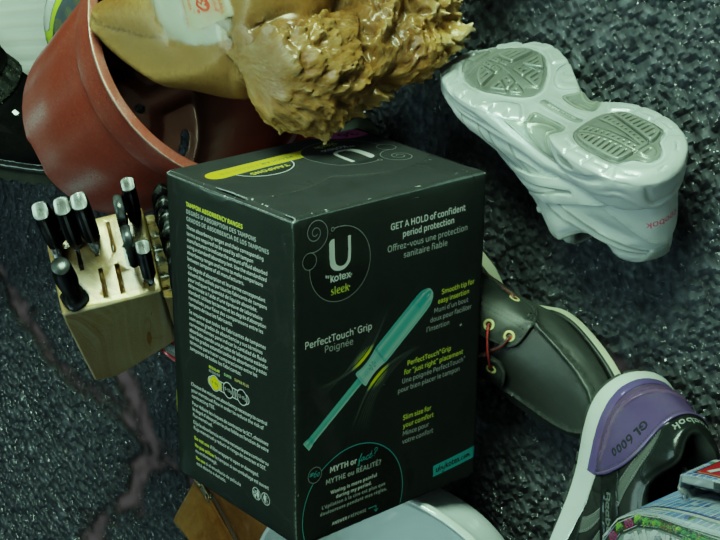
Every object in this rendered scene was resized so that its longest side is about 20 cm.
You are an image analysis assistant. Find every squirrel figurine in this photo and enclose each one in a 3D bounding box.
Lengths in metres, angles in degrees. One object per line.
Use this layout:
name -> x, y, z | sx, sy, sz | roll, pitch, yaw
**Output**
squirrel figurine -> -0.029, -0.168, 1.040 | 0.200, 0.186, 0.142 | 41, 123, 18

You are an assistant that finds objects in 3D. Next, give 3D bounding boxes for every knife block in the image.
knife block -> -0.184, 0.007, 1.140 | 0.200, 0.175, 0.064 | -31, 65, 37

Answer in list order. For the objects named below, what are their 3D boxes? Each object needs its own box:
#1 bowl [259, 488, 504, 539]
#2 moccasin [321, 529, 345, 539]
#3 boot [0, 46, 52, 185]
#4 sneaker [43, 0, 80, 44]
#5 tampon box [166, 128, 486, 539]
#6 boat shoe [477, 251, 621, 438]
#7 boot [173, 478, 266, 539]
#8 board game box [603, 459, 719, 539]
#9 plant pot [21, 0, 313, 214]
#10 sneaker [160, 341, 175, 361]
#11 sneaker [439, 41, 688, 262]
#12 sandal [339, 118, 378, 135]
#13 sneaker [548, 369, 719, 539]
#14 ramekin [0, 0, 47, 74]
bowl -> 0.034, 0.215, 1.099 | 0.200, 0.090, 0.202 | 11, 115, 24
moccasin -> -0.054, 0.096, 1.184 | 0.068, 0.080, 0.201 | 94, 168, -78
boot -> -0.274, -0.151, 1.293 | 0.080, 0.210, 0.159 | -87, -3, -53
sneaker -> -0.181, -0.213, 1.281 | 0.081, 0.074, 0.200 | 55, 135, 19
tampon box -> -0.021, 0.033, 1.007 | 0.126, 0.149, 0.201 | 22, 119, 45
boat shoe -> 0.083, 0.042, 1.052 | 0.201, 0.063, 0.074 | 42, 125, 32
boot -> -0.095, 0.258, 1.289 | 0.200, 0.068, 0.189 | 45, 129, 33
board game box -> 0.224, 0.137, 0.802 | 0.199, 0.199, 0.062 | 14, 109, 45
plant pot -> -0.135, -0.133, 1.170 | 0.195, 0.200, 0.202 | -22, 82, 56
sneaker -> -0.115, 0.061, 1.254 | 0.201, 0.086, 0.074 | 59, 135, 21
sneaker -> 0.113, -0.065, 0.988 | 0.200, 0.078, 0.100 | 44, 152, 46
sandal -> 0.000, -0.001, 1.125 | 0.057, 0.080, 0.202 | 10, 110, 20
sneaker -> 0.157, 0.166, 0.966 | 0.088, 0.075, 0.201 | -134, 47, -62
ramekin -> -0.326, -0.194, 1.425 | 0.202, 0.094, 0.204 | 13, 108, 46
